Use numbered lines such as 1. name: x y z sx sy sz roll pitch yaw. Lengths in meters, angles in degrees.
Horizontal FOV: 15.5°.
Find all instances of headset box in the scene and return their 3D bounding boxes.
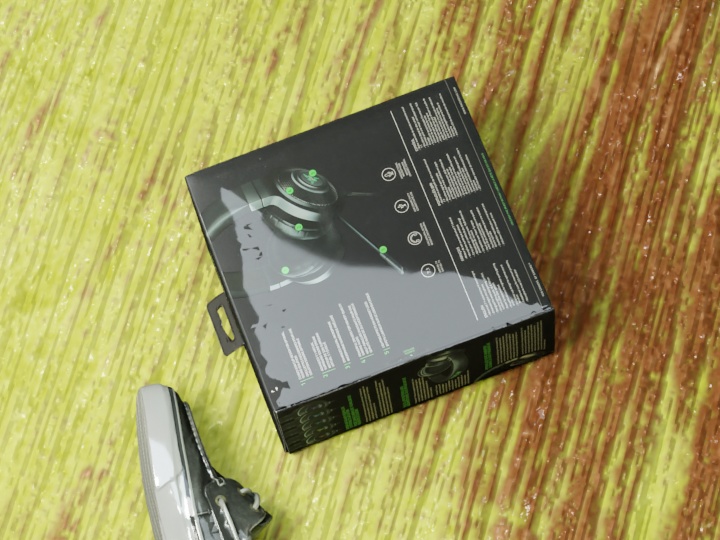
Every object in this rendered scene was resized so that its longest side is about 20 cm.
1. headset box: 0.000 0.000 1.672 0.200 0.093 0.174 -21 69 -4

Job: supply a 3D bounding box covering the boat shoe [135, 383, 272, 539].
1. boat shoe: -0.089 0.163 1.635 0.071 0.072 0.200 -14 78 -11
